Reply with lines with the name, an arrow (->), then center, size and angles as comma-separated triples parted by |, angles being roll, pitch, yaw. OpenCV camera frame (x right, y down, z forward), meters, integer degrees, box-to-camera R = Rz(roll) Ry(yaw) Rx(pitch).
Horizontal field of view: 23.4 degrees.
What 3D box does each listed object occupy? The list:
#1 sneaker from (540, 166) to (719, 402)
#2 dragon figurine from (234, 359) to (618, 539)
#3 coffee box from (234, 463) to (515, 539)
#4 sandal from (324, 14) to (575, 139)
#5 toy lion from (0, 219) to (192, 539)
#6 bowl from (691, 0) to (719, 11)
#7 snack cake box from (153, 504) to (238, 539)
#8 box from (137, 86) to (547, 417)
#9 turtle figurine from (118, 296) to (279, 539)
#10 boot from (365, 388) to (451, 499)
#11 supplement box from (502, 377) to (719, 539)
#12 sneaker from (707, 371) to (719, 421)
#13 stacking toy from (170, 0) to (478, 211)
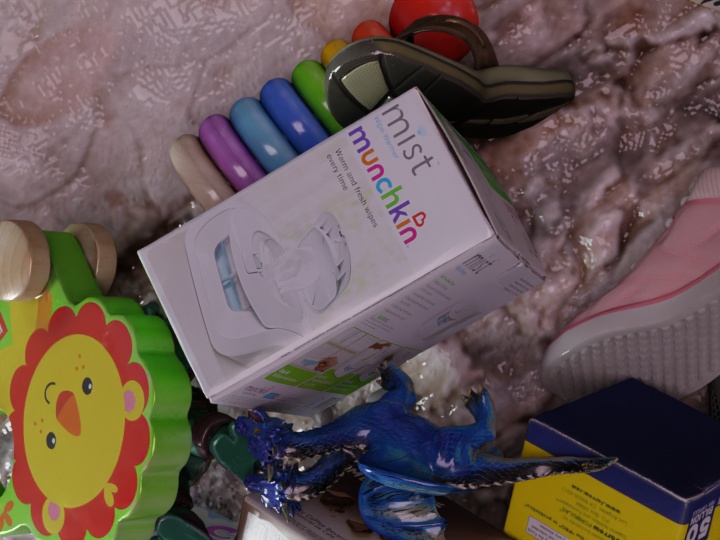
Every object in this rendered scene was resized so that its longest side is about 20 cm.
sneaker -> 0.195, 0.007, 1.042 | 0.075, 0.105, 0.200 | 37, 132, -26
dragon figurine -> 0.031, 0.109, 0.936 | 0.198, 0.100, 0.059 | 19, 136, 18
coffee box -> 0.033, 0.188, 0.957 | 0.199, 0.112, 0.081 | 29, 118, 34
sandal -> 0.047, -0.111, 0.982 | 0.079, 0.200, 0.058 | -22, 78, 35
toy lion -> -0.175, 0.083, 0.989 | 0.200, 0.068, 0.193 | -47, 58, 32
bowl -> 0.235, -0.246, 0.980 | 0.198, 0.094, 0.203 | 1, 98, 4
snack cake box -> -0.045, 0.240, 1.056 | 0.198, 0.067, 0.116 | 21, 113, 21
box -> 0.000, 0.000, 0.976 | 0.175, 0.200, 0.097 | -31, 77, 9
turtle figurine -> -0.126, 0.093, 1.037 | 0.100, 0.200, 0.151 | 13, 103, -35
boot -> 0.015, 0.179, 1.079 | 0.095, 0.074, 0.202 | -20, 92, 15
supplement box -> 0.149, 0.183, 1.003 | 0.109, 0.108, 0.202 | 27, 117, 35
sneaker -> 0.209, 0.151, 1.059 | 0.090, 0.078, 0.202 | -1, 97, 10
stacking toy -> -0.015, -0.103, 1.034 | 0.200, 0.085, 0.086 | -40, 94, 5
